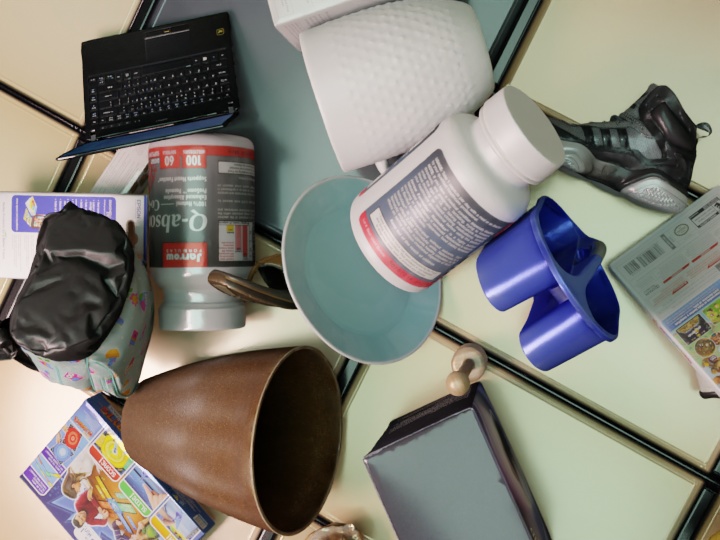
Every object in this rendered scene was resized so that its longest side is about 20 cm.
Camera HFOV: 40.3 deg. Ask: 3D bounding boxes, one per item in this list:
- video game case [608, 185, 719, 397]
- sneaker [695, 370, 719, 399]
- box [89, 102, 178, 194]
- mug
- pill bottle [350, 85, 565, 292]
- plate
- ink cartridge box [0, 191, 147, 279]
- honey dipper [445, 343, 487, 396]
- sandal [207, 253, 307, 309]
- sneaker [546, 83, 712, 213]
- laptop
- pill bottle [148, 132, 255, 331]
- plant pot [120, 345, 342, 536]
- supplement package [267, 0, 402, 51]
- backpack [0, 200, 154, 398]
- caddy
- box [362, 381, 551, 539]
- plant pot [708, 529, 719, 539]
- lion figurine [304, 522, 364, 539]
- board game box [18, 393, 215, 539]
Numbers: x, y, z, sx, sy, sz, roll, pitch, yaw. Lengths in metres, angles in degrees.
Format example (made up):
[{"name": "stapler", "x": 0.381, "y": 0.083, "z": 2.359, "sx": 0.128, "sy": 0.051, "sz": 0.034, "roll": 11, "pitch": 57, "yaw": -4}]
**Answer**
[{"name": "video game case", "x": 0.359, "y": 0.025, "z": 0.957, "sx": 0.142, "sy": 0.018, "sz": 0.201, "roll": -35, "pitch": 57, "yaw": 0}, {"name": "sneaker", "x": 0.424, "y": 0.099, "z": 0.978, "sx": 0.196, "sy": 0.080, "sz": 0.117, "roll": -7, "pitch": 93, "yaw": 17}, {"name": "box", "x": -0.271, "y": -0.095, "z": 1.109, "sx": 0.041, "sy": 0.039, "sz": 0.201, "roll": 35, "pitch": 96, "yaw": 9}, {"name": "mug", "x": 0.050, "y": -0.177, "z": 1.012, "sx": 0.173, "sy": 0.148, "sz": 0.202, "roll": -18, "pitch": 118, "yaw": 5}, {"name": "pill bottle", "x": 0.095, "y": -0.080, "z": 0.953, "sx": 0.199, "sy": 0.119, "sz": 0.120, "roll": -38, "pitch": 84, "yaw": 31}, {"name": "plate", "x": 0.000, "y": 0.000, "z": 1.015, "sx": 0.025, "sy": 0.198, "sz": 0.203, "roll": -27, "pitch": 86, "yaw": 51}, {"name": "ink cartridge box", "x": -0.321, "y": -0.038, "z": 1.079, "sx": 0.196, "sy": 0.037, "sz": 0.097, "roll": 2, "pitch": 93, "yaw": 14}, {"name": "honey dipper", "x": 0.104, "y": 0.100, "z": 0.965, "sx": 0.037, "sy": 0.200, "sz": 0.039, "roll": 0, "pitch": 92, "yaw": 9}, {"name": "sandal", "x": -0.071, "y": 0.012, "z": 1.011, "sx": 0.081, "sy": 0.198, "sz": 0.056, "roll": 5, "pitch": 87, "yaw": 53}, {"name": "sneaker", "x": 0.257, "y": -0.144, "z": 1.002, "sx": 0.197, "sy": 0.075, "sz": 0.115, "roll": 25, "pitch": 94, "yaw": 3}, {"name": "laptop", "x": -0.223, "y": -0.197, "z": 1.030, "sx": 0.174, "sy": 0.104, "sz": 0.203, "roll": -10, "pitch": 69, "yaw": 3}, {"name": "pill bottle", "x": -0.169, "y": -0.040, "z": 1.053, "sx": 0.114, "sy": 0.116, "sz": 0.204, "roll": -1, "pitch": 90, "yaw": 10}, {"name": "plant pot", "x": -0.147, "y": 0.169, "z": 1.034, "sx": 0.197, "sy": 0.186, "sz": 0.191, "roll": 1, "pitch": 91, "yaw": 26}, {"name": "supplement package", "x": 0.001, "y": -0.325, "z": 1.020, "sx": 0.197, "sy": 0.117, "sz": 0.119, "roll": -16, "pitch": 86, "yaw": 10}, {"name": "backpack", "x": -0.275, "y": 0.051, "z": 0.983, "sx": 0.125, "sy": 0.201, "sz": 0.169, "roll": 21, "pitch": 64, "yaw": 1}, {"name": "caddy", "x": 0.194, "y": 0.005, "z": 0.955, "sx": 0.104, "sy": 0.200, "sz": 0.142, "roll": -33, "pitch": 95, "yaw": 22}, {"name": "box", "x": 0.106, "y": 0.234, "z": 0.968, "sx": 0.122, "sy": 0.198, "sz": 0.203, "roll": -25, "pitch": 87, "yaw": 9}, {"name": "plant pot", "x": 0.442, "y": 0.276, "z": 0.922, "sx": 0.187, "sy": 0.200, "sz": 0.203, "roll": -31, "pitch": 85, "yaw": 24}, {"name": "lion figurine", "x": -0.042, "y": 0.375, "z": 1.068, "sx": 0.120, "sy": 0.073, "sz": 0.204, "roll": -10, "pitch": 103, "yaw": -3}, {"name": "board game box", "x": -0.276, "y": 0.259, "z": 1.106, "sx": 0.200, "sy": 0.034, "sz": 0.135, "roll": 47, "pitch": 106, "yaw": 6}]
